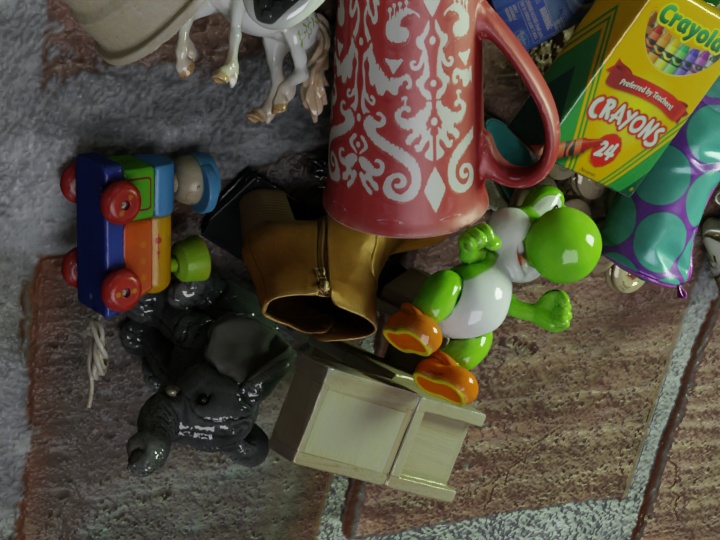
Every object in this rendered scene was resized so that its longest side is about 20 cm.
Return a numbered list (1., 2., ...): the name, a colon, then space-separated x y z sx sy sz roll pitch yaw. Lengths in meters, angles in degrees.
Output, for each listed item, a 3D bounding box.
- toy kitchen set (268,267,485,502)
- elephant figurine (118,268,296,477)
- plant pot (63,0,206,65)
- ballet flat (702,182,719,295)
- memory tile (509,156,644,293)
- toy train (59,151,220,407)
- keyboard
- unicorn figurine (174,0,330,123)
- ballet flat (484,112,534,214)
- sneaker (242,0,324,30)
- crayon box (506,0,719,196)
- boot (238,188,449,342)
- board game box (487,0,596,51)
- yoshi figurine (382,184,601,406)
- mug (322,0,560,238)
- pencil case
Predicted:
1. toy kitchen set: -0.013 0.067 1.659 0.180 0.200 0.164 18 94 -39
2. elephant figurine: -0.119 0.100 1.647 0.155 0.200 0.142 -28 133 1
3. plant pot: -0.183 -0.271 1.332 0.183 0.201 0.201 34 110 -28
4. ballet flat: 0.349 -0.049 1.832 0.065 0.071 0.201 15 122 0
5. memory tile: 0.216 -0.075 1.726 0.200 0.017 0.154 29 89 -44
6. toy train: -0.170 0.003 1.599 0.115 0.085 0.201 -10 111 -33
7. keyboard: -0.031 -0.034 1.698 0.127 0.021 0.200 -40 133 20
8. unicorn figurine: -0.080 -0.196 1.496 0.200 0.073 0.138 41 63 -62
9. ballet flat: 0.132 -0.057 1.722 0.072 0.072 0.200 -38 131 10
10. sneaker: -0.024 -0.238 1.432 0.075 0.201 0.081 18 147 14
11. crayon box: 0.224 -0.166 1.608 0.127 0.051 0.200 19 112 -42
12. boot: 0.000 -0.001 1.624 0.200 0.144 0.071 3 132 -22
13. board game box: 0.171 -0.291 1.552 0.198 0.043 0.200 -29 134 1
14. yoshi figurine: 0.118 0.009 1.585 0.200 0.112 0.113 -48 167 -25
15. mug: 0.057 -0.146 1.554 0.176 0.134 0.201 -8 118 -14
16. pencil case: 0.276 -0.085 1.699 0.092 0.085 0.201 26 94 -4
